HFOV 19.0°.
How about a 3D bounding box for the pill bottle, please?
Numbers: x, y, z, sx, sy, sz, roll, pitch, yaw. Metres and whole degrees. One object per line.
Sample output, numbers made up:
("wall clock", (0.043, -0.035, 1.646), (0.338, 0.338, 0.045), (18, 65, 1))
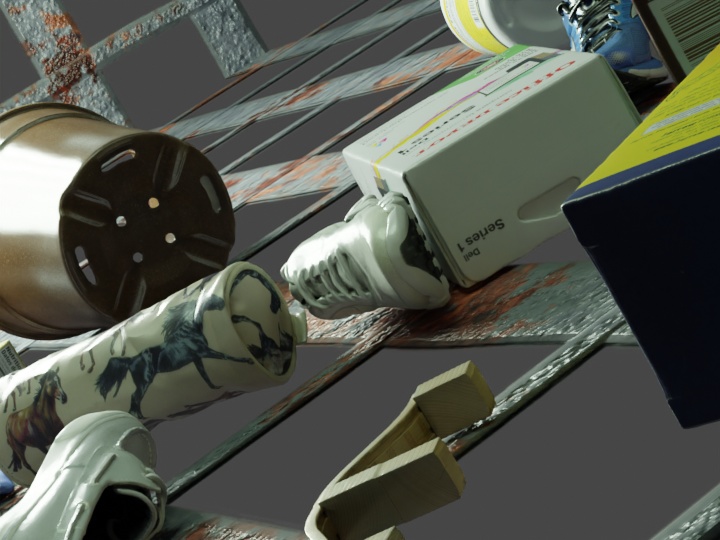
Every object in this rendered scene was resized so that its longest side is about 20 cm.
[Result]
("pill bottle", (0.134, -0.247, 1.919), (0.111, 0.111, 0.200), (-32, 12, -8))

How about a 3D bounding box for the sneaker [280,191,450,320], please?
("sneaker", (0.000, 0.000, 1.281), (0.081, 0.075, 0.200), (-25, 3, -8))

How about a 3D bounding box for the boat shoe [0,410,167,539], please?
("boat shoe", (-0.137, 0.127, 1.119), (0.068, 0.072, 0.200), (-4, 13, 17))

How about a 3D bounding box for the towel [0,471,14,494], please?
("towel", (-0.340, 0.132, 1.455), (0.199, 0.024, 0.145), (0, 8, -13))

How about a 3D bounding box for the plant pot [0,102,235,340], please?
("plant pot", (-0.208, -0.036, 1.717), (0.200, 0.201, 0.198), (-36, 21, -25))

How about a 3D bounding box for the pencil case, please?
("pencil case", (-0.131, 0.066, 1.319), (0.200, 0.078, 0.089), (-26, -15, 20))

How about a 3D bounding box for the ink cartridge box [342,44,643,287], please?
("ink cartridge box", (0.084, -0.071, 1.350), (0.145, 0.084, 0.200), (-31, 12, -5))

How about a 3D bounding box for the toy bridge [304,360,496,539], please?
("toy bridge", (0.012, 0.098, 0.948), (0.067, 0.027, 0.200), (-27, 11, 21))

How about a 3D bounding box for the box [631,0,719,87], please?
("box", (0.232, -0.172, 1.356), (0.075, 0.100, 0.200), (-26, 10, 20))

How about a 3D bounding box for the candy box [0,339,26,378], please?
("candy box", (-0.346, 0.134, 1.626), (0.115, 0.055, 0.200), (-20, 16, 36))

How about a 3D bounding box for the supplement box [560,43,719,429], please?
("supplement box", (0.188, -0.039, 0.889), (0.109, 0.109, 0.200), (-20, 15, 40))

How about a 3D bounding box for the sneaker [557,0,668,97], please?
("sneaker", (0.171, -0.167, 1.535), (0.078, 0.089, 0.200), (-28, 12, 18))
